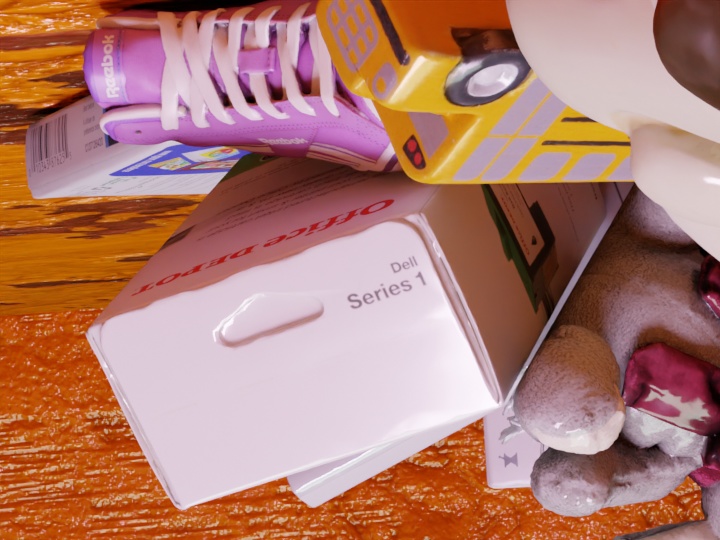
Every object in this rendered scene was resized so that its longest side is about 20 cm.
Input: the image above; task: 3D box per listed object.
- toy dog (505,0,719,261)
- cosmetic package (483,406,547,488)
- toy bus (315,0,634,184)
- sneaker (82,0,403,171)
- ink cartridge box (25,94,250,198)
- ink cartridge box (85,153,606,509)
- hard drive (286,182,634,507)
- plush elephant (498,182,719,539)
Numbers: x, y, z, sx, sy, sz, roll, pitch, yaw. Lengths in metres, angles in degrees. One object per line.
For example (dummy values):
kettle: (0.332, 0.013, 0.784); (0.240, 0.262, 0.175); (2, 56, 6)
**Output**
toy dog: (0.112, -0.085, 0.733); (0.193, 0.140, 0.200); (33, 176, -3)
cosmetic package: (0.136, 0.025, 1.775); (0.122, 0.201, 0.200); (-4, 177, 10)
toy bus: (0.071, -0.073, 0.986); (0.199, 0.065, 0.078); (-2, 146, -37)
sneaker: (-0.039, -0.070, 1.093); (0.114, 0.073, 0.200); (0, 175, -20)
ink cartridge box: (-0.033, -0.066, 1.390); (0.199, 0.047, 0.197); (-5, 175, -24)
ink cartridge box: (0.000, 0.000, 1.162); (0.145, 0.085, 0.200); (-19, -165, 23)
hard drive: (0.041, -0.001, 1.278); (0.199, 0.133, 0.027); (-29, 146, 17)
plush elephant: (0.142, 0.055, 1.136); (0.154, 0.165, 0.200); (30, 154, 3)
